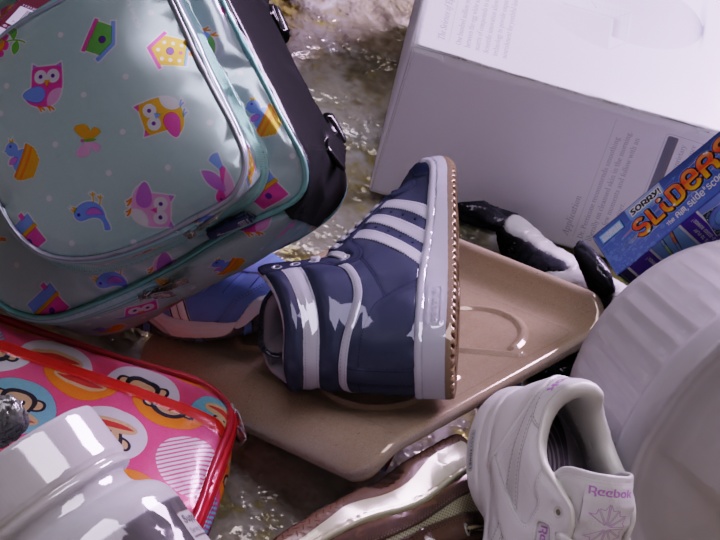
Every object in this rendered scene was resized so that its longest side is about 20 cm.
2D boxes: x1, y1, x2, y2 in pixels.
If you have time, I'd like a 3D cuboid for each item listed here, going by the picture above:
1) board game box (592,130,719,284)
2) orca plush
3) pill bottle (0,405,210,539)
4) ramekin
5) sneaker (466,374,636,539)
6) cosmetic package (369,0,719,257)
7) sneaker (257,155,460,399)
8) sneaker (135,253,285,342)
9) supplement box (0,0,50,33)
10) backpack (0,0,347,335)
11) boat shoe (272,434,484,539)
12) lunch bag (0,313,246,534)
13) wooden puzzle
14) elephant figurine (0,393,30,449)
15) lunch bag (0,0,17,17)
[{"bbox_3d":[0.237,-0.009,1.669,0.200,0.135,0.035,38,17,-47],"label":"board game box"},{"bbox_3d":[0.114,0.028,1.710,0.071,0.105,0.200,-40,59,-9],"label":"orca plush"},{"bbox_3d":[-0.108,0.171,1.379,0.114,0.114,0.200,-31,81,-42],"label":"pill bottle"},{"bbox_3d":[0.200,0.074,1.596,0.202,0.203,0.094,-10,35,-29],"label":"ramekin"},{"bbox_3d":[0.098,0.149,1.497,0.075,0.100,0.201,3,74,-28],"label":"sneaker"},{"bbox_3d":[0.124,-0.124,1.846,0.199,0.123,0.200,17,40,-2],"label":"cosmetic package"},{"bbox_3d":[0.000,0.000,1.604,0.108,0.070,0.200,-2,33,3],"label":"sneaker"},{"bbox_3d":[-0.120,-0.021,1.646,0.199,0.077,0.076,20,36,24],"label":"sneaker"},{"bbox_3d":[-0.163,-0.138,1.771,0.061,0.109,0.200,23,39,9],"label":"supplement box"},{"bbox_3d":[-0.131,-0.062,1.552,0.176,0.199,0.153,63,18,9],"label":"backpack"},{"bbox_3d":[0.005,0.155,1.523,0.202,0.075,0.075,-29,78,-36],"label":"boat shoe"},{"bbox_3d":[-0.166,0.094,1.529,0.199,0.082,0.176,18,35,2],"label":"lunch bag"},{"bbox_3d":[0.008,0.048,1.637,0.185,0.047,0.200,22,40,39],"label":"wooden puzzle"},{"bbox_3d":[-0.282,0.113,1.402,0.199,0.155,0.142,23,45,-1],"label":"elephant figurine"},{"bbox_3d":[-0.292,-0.197,1.817,0.160,0.077,0.200,28,41,14],"label":"lunch bag"}]
